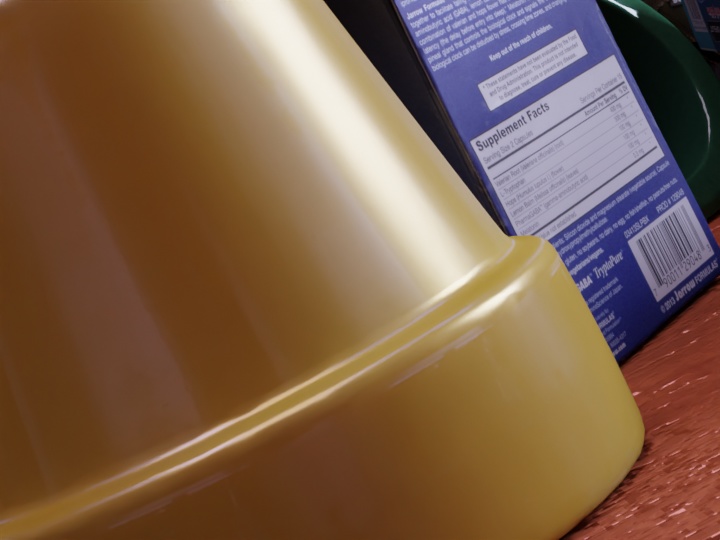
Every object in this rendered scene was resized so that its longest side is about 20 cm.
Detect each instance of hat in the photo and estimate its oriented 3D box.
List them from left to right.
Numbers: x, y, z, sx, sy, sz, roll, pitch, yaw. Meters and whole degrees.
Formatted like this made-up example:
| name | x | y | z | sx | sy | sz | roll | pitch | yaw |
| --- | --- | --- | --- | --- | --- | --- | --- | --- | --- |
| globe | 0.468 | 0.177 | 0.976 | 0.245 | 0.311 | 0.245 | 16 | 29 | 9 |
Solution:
| name | x | y | z | sx | sy | sz | roll | pitch | yaw |
| --- | --- | --- | --- | --- | --- | --- | --- | --- | --- |
| hat | 0.075 | -0.033 | 1.004 | 0.200 | 0.166 | 0.176 | 7 | -39 | -23 |

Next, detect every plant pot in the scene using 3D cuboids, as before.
| name | x | y | z | sx | sy | sz | roll | pitch | yaw |
| --- | --- | --- | --- | --- | --- | --- | --- | --- | --- |
| plant pot | -0.047 | 0.006 | 0.594 | 0.201 | 0.189 | 0.201 | -26 | 5 | 2 |

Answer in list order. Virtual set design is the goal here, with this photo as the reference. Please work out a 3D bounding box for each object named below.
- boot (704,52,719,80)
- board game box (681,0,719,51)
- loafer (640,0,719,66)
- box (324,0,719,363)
| name | x | y | z | sx | sy | sz | roll | pitch | yaw |
| --- | --- | --- | --- | --- | --- | --- | --- | --- | --- |
| boot | 0.164 | -0.136 | 1.161 | 0.073 | 0.151 | 0.200 | -28 | 4 | -12 |
| board game box | 0.247 | -0.152 | 0.913 | 0.200 | 0.047 | 0.151 | -22 | 7 | 2 |
| loafer | 0.145 | -0.132 | 1.040 | 0.200 | 0.070 | 0.075 | 19 | 6 | 13 |
| box | 0.052 | -0.065 | 0.732 | 0.032 | 0.200 | 0.121 | -22 | 7 | 39 |
